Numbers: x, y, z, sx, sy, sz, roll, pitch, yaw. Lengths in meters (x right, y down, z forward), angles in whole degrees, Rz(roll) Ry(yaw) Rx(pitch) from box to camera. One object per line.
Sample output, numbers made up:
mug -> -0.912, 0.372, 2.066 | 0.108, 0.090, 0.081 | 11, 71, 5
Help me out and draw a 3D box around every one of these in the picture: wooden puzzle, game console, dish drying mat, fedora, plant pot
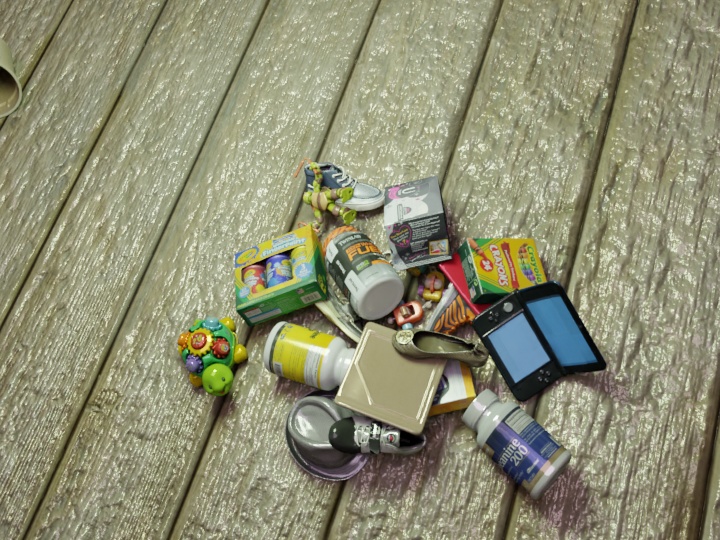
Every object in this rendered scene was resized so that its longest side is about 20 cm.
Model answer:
wooden puzzle -> 0.065, 0.214, 1.455 | 0.182, 0.038, 0.202 | 18, 58, 13
game console -> 0.340, 0.141, 1.405 | 0.169, 0.118, 0.202 | -33, 96, -1
dish drying mat -> 0.248, 0.049, 1.501 | 0.076, 0.018, 0.201 | -31, 78, -24
fedora -> -0.072, 0.325, 1.489 | 0.198, 0.091, 0.178 | 31, 77, 23
plant pot -> -1.076, -0.575, 2.095 | 0.197, 0.202, 0.186 | -21, 51, 4

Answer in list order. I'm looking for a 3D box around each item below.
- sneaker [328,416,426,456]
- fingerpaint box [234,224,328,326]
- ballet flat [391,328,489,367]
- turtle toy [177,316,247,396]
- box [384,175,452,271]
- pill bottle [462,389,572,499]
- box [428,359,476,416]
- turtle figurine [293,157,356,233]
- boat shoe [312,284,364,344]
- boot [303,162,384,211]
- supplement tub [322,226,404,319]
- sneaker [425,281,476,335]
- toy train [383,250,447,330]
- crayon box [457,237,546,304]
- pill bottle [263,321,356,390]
sneaker -> 0.038, 0.319, 1.417 | 0.196, 0.088, 0.076 | 6, 71, -17
fingerpaint box -> -0.181, 0.010, 1.634 | 0.196, 0.074, 0.169 | -19, 49, 12
ballet flat -> 0.158, 0.147, 1.445 | 0.196, 0.047, 0.068 | 12, 53, 12
turtle toy -> -0.331, 0.188, 1.608 | 0.144, 0.101, 0.202 | -30, 63, 0
box -> 0.120, -0.106, 1.566 | 0.129, 0.117, 0.201 | -11, 27, 8
pill bottle -> 0.292, 0.324, 1.388 | 0.111, 0.111, 0.199 | -45, 64, -8
box -> 0.132, 0.237, 1.490 | 0.196, 0.042, 0.121 | -15, 47, 9
turtle figurine -> -0.080, -0.150, 1.668 | 0.159, 0.064, 0.204 | 16, 108, 41
boat shoe -> -0.030, 0.100, 1.588 | 0.199, 0.073, 0.065 | 40, 85, 25
boot -> -0.039, -0.199, 1.701 | 0.196, 0.092, 0.073 | 4, 41, 16
supplement tub -> 0.000, 0.000, 1.584 | 0.122, 0.123, 0.201 | -35, 50, -3
sneaker -> 0.206, 0.107, 1.525 | 0.111, 0.078, 0.202 | 30, 89, 10
toy train -> 0.111, 0.024, 1.596 | 0.147, 0.056, 0.203 | -17, 64, 6
crayon box -> 0.309, -0.001, 1.508 | 0.196, 0.051, 0.129 | -1, 63, -23
pill bottle -> -0.096, 0.187, 1.545 | 0.196, 0.113, 0.114 | 14, 71, 18
